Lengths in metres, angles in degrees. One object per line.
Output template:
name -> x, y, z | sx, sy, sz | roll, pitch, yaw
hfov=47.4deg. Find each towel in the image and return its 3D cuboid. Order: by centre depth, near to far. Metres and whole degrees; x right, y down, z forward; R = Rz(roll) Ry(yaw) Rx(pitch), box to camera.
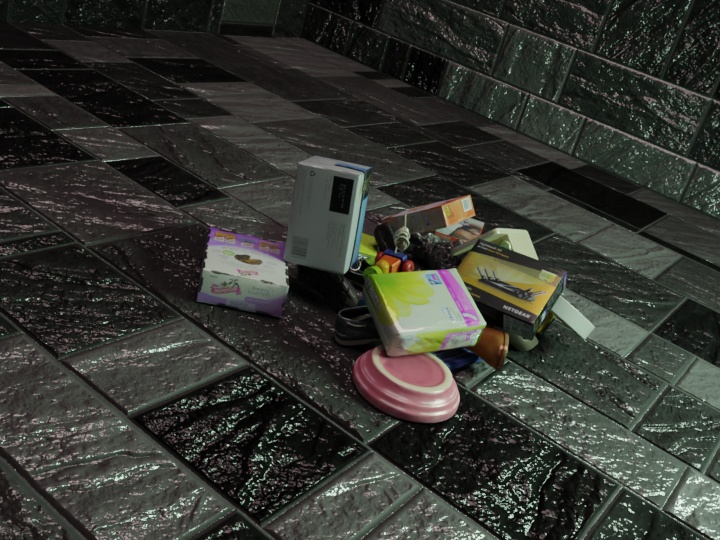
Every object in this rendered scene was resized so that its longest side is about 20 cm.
towel -> 0.137, 0.135, 1.633 | 0.199, 0.024, 0.144 | 35, 28, 34

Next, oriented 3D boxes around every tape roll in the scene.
tape roll -> 0.407, 0.068, 1.736 | 0.202, 0.037, 0.203 | 40, 5, -4

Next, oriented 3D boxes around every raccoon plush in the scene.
raccoon plush -> 0.170, -0.027, 1.932 | 0.132, 0.098, 0.200 | 13, 23, 11

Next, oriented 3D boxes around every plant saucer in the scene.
plant saucer -> 0.085, 0.189, 1.448 | 0.197, 0.052, 0.201 | 15, 25, -7

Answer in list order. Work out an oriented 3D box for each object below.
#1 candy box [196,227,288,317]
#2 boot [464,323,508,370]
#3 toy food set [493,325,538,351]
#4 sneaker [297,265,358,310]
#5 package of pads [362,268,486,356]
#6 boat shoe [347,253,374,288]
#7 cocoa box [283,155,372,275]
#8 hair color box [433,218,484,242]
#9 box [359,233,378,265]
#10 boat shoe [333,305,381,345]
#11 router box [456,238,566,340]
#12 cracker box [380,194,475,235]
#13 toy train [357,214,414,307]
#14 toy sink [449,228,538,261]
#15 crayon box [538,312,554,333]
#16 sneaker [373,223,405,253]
candy box -> -0.229, 0.001, 1.611 | 0.165, 0.073, 0.201 | 13, 24, -12
boot -> 0.194, 0.127, 1.582 | 0.152, 0.075, 0.200 | 15, 8, -11
toy food set -> 0.273, 0.080, 1.709 | 0.199, 0.061, 0.144 | 34, -8, 34
sneaker -> -0.053, 0.016, 1.697 | 0.078, 0.076, 0.200 | 0, 29, -38
package of pads -> 0.116, 0.076, 1.500 | 0.197, 0.069, 0.156 | -4, 48, -24
boat shoe -> 0.000, 0.000, 1.781 | 0.198, 0.063, 0.075 | 28, 26, 22
cocoa box -> -0.063, -0.115, 1.642 | 0.131, 0.204, 0.131 | 12, 16, 9
hair color box -> 0.253, -0.089, 2.147 | 0.109, 0.065, 0.200 | 21, 25, 7
box -> -0.058, -0.064, 1.898 | 0.197, 0.048, 0.122 | 16, 23, -3
boat shoe -> 0.046, 0.090, 1.549 | 0.196, 0.063, 0.073 | -10, 33, -11
router box -> 0.284, 0.034, 1.620 | 0.198, 0.053, 0.158 | 22, 53, 27
cracker box -> 0.167, -0.133, 2.048 | 0.198, 0.059, 0.133 | -11, 8, 42
toy train -> 0.047, -0.006, 1.652 | 0.084, 0.204, 0.115 | 17, 23, 30
toy sink -> 0.313, -0.019, 1.879 | 0.199, 0.129, 0.114 | -1, 68, -60
crayon box -> 0.348, 0.075, 1.745 | 0.127, 0.051, 0.200 | 42, 6, 14
sneaker -> 0.079, -0.032, 1.888 | 0.104, 0.059, 0.202 | 50, 20, -60
